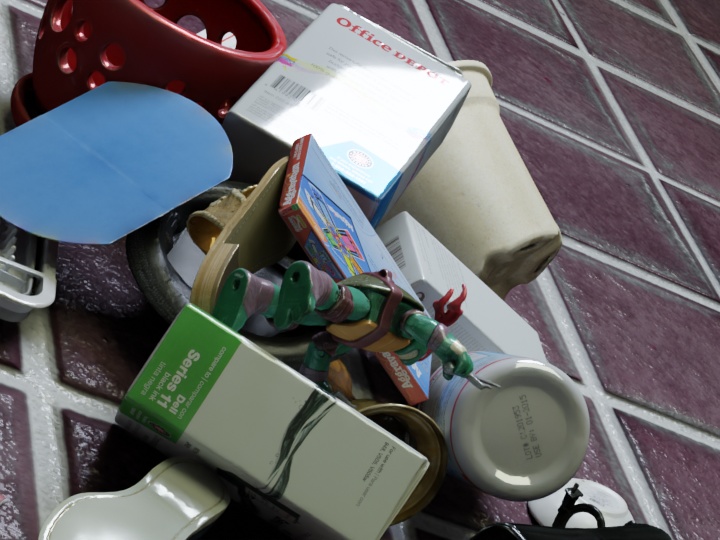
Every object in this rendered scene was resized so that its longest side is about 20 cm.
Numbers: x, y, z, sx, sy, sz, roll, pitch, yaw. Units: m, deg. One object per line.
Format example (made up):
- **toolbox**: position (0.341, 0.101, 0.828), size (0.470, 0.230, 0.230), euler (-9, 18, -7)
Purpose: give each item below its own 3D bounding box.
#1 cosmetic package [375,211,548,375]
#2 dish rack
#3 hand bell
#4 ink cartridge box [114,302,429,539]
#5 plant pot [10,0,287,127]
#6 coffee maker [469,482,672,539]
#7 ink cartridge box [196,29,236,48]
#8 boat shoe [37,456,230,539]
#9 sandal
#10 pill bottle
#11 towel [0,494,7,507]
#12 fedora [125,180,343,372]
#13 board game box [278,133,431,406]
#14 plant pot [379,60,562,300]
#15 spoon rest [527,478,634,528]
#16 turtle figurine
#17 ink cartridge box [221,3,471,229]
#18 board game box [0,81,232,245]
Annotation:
- **cosmetic package**: position (0.079, 0.050, 1.827), size (0.200, 0.074, 0.102), euler (44, 20, -33)
- **dish rack**: position (-0.311, -0.037, 1.602), size (0.171, 0.044, 0.200), euler (25, 26, -18)
- **hand bell**: position (-0.011, 0.112, 1.690), size (0.104, 0.104, 0.200), euler (23, 13, -24)
- **ink cartridge box**: position (-0.065, 0.119, 1.497), size (0.200, 0.083, 0.147), euler (33, -14, -2)
- **plant pot**: position (-0.190, -0.170, 1.830), size (0.200, 0.183, 0.201), euler (28, 26, -15)
- **coffee maker**: position (0.145, 0.248, 1.579), size (0.200, 0.135, 0.192), euler (9, 14, -46)
- **ink cartridge box**: position (-0.124, -0.172, 2.059), size (0.200, 0.068, 0.116), euler (36, 24, 4)
- **boat shoe**: position (-0.154, 0.175, 1.385), size (0.075, 0.062, 0.200), euler (36, 22, 9)
- **sandal**: position (-0.102, -0.027, 1.601), size (0.070, 0.078, 0.212), euler (6, 34, 17)
- **pill bottle**: position (0.105, 0.119, 1.689), size (0.109, 0.109, 0.200), euler (31, -5, -8)
- **towel**: position (-0.329, 0.112, 1.331), size (0.200, 0.023, 0.144), euler (37, 22, 3)
- **fedora**: position (-0.095, 0.023, 1.674), size (0.200, 0.092, 0.201), euler (11, 47, -11)
- **board game box**: position (0.000, 0.000, 1.639), size (0.200, 0.019, 0.103), euler (57, 21, -27)
- **plant pot**: position (0.088, -0.064, 2.009), size (0.200, 0.200, 0.184), euler (-5, 56, -55)
- **spoon rest**: position (0.230, 0.235, 1.787), size (0.200, 0.061, 0.099), euler (27, 20, 16)
- **turtle figurine**: position (0.000, 0.048, 1.534), size (0.200, 0.150, 0.101), euler (25, 50, -40)
- **ink cartridge box**: position (-0.016, -0.119, 1.784), size (0.144, 0.085, 0.200), euler (31, 44, 7)
- **board game box**: position (-0.198, -0.071, 1.662), size (0.200, 0.039, 0.158), euler (-32, 52, -32)
